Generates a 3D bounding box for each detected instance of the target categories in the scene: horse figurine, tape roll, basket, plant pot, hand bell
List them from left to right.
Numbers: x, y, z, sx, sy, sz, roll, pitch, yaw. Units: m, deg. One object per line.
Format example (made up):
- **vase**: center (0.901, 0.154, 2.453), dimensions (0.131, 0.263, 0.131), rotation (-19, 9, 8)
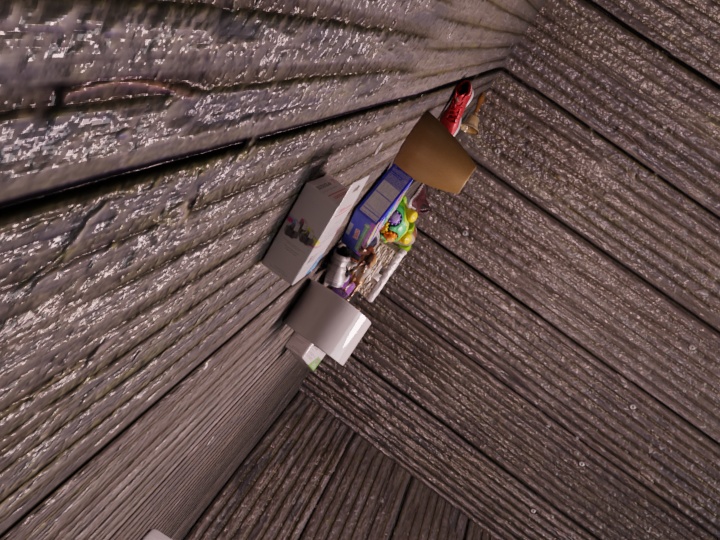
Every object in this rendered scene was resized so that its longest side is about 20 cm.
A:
- **tape roll**: center (-0.088, 0.139, 1.668), dimensions (0.140, 0.201, 0.203), rotation (-54, 176, -8)
- **horse figurine**: center (0.000, 0.000, 1.706), dimensions (0.133, 0.049, 0.201), rotation (-54, 172, -49)
- **basket**: center (0.040, -0.024, 2.163), dimensions (0.200, 0.160, 0.200), rotation (-56, 175, 9)
- **plant pot**: center (0.221, -0.312, 1.756), dimensions (0.188, 0.199, 0.186), rotation (-55, 176, -5)
- **hand bell**: center (0.565, -0.773, 3.033), dimensions (0.104, 0.103, 0.203), rotation (88, 25, -83)

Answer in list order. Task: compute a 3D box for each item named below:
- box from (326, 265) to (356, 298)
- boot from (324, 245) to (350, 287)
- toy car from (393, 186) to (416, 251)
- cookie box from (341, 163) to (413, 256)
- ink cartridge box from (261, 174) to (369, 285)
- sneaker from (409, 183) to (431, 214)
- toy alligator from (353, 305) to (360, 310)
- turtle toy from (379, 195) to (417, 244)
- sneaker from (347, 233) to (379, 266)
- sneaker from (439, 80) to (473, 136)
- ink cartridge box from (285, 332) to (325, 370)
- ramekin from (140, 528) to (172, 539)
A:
- **box**: center (-0.082, 0.069, 1.897), dimensions (0.199, 0.039, 0.137), rotation (-35, -171, 38)
- **boot**: center (-0.053, -0.022, 1.752), dimensions (0.200, 0.072, 0.097), rotation (-85, -165, -77)
- **toy car**: center (0.152, -0.202, 2.276), dimensions (0.165, 0.156, 0.202), rotation (90, 22, -65)
- **cookie box**: center (0.044, -0.164, 1.705), dimensions (0.201, 0.075, 0.172), rotation (-52, 176, -30)
- **ink cartridge box**: center (-0.073, -0.086, 1.032), dimensions (0.201, 0.067, 0.115), rotation (-57, 176, 20)
- **sneaker**: center (0.316, -0.350, 3.097), dimensions (0.201, 0.115, 0.076), rotation (-53, 176, -26)
- **toy alligator**: center (-0.099, 0.106, 1.794), dimensions (0.060, 0.196, 0.055), rotation (-102, -178, -58)
- **turtle toy**: center (0.091, -0.172, 1.893), dimensions (0.100, 0.145, 0.203), rotation (-19, 132, -42)
- **sneaker**: center (0.003, -0.071, 1.933), dimensions (0.080, 0.078, 0.200), rotation (-59, 179, -27)
- **sneaker**: center (0.300, -0.523, 2.012), dimensions (0.115, 0.077, 0.203), rotation (18, 94, -77)
- **ink cartridge box**: center (-0.148, 0.218, 2.113), dimensions (0.201, 0.083, 0.146), rotation (-54, 155, -15)
- **ramekin**: center (-0.618, 0.848, 1.789), dimensions (0.202, 0.097, 0.201), rotation (-56, 176, -6)
